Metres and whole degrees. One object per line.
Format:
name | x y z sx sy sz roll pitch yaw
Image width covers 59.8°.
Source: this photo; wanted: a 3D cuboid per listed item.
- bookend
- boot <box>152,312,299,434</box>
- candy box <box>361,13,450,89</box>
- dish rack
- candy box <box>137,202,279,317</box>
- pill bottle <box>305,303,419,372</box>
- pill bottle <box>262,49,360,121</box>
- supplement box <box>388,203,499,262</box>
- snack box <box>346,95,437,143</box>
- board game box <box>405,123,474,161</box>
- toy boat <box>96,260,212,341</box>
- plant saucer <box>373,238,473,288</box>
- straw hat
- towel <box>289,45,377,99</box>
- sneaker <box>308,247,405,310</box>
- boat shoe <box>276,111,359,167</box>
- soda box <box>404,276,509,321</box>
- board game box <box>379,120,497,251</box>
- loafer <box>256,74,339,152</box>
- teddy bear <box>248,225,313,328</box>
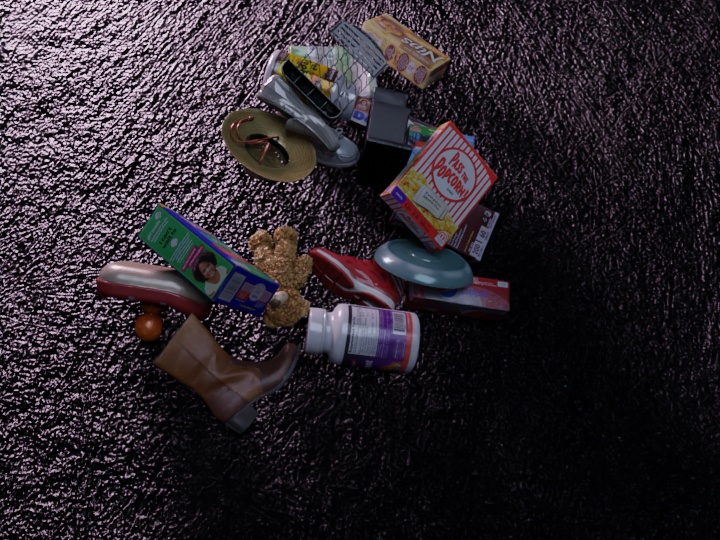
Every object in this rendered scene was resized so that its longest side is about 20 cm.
bookend | 0.059 -0.297 1.284 0.091 0.199 0.203 11 72 -3
boot | -0.225 0.148 1.087 0.200 0.068 0.189 44 76 -9
candy box | 0.103 -0.519 1.476 0.199 0.056 0.115 39 44 7
dish rack | -0.046 -0.414 1.276 0.153 0.055 0.200 44 81 0
candy box | -0.262 -0.015 1.093 0.199 0.169 0.077 34 89 21
pill bottle | 0.001 0.121 1.143 0.197 0.112 0.113 8 64 -7
pill bottle | -0.105 -0.391 1.350 0.198 0.109 0.110 18 63 -4
supplement box | 0.170 -0.107 1.283 0.198 0.061 0.110 24 85 -5
snack box | 0.073 -0.325 1.414 0.198 0.024 0.073 22 66 0
board game box | 0.165 -0.208 1.357 0.149 0.037 0.203 10 73 -7
toy boat | -0.365 0.061 1.110 0.197 0.131 0.133 10 94 -6
plant saucer | 0.125 -0.020 1.210 0.197 0.028 0.201 12 21 -4
straw hat | -0.196 -0.231 1.278 0.199 0.085 0.203 16 50 -20
towel | -0.062 -0.461 1.448 0.197 0.031 0.151 -2 65 -12
sneaker | 0.000 0.000 1.233 0.199 0.078 0.116 38 52 -1
boat shoe | -0.092 -0.288 1.341 0.200 0.065 0.075 30 63 4
soda box | 0.190 0.048 1.237 0.197 0.070 0.064 9 67 -8
board game box | 0.154 -0.162 1.210 0.151 0.046 0.201 44 72 -17
loafer | -0.126 -0.309 1.281 0.200 0.070 0.070 44 87 -1
teddy bear | -0.158 0.005 1.186 0.143 0.067 0.202 7 67 -1
